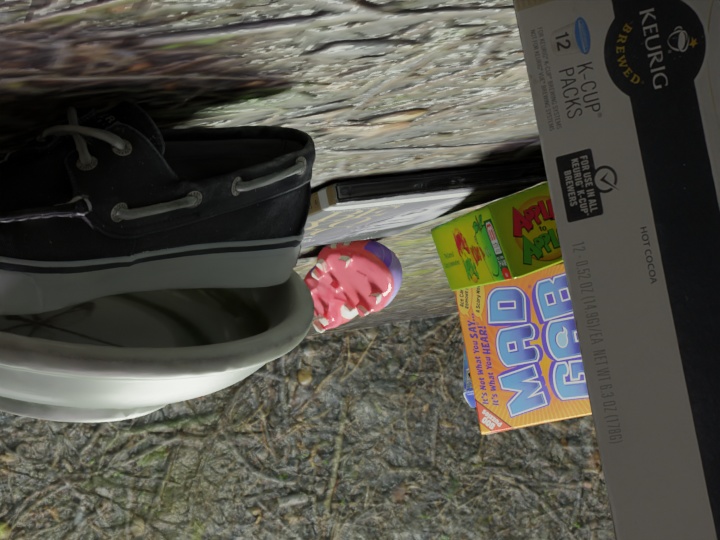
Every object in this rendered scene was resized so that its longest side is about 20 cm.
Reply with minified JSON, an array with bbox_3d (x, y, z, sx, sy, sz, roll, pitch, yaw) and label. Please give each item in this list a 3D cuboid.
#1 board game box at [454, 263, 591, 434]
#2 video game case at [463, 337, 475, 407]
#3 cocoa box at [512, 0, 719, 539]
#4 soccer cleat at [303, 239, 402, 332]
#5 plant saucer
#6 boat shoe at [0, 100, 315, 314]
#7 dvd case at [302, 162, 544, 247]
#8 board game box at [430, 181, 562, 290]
[{"bbox_3d":[0.255,0.099,2.174,0.199,0.201,0.200,-12,175,13],"label":"board game box"},{"bbox_3d":[0.247,0.096,2.355,0.199,0.182,0.046,-11,139,17],"label":"video game case"},{"bbox_3d":[0.150,-0.007,0.539,0.131,0.201,0.133,-13,174,28],"label":"cocoa box"},{"bbox_3d":[0.000,0.000,1.322,0.076,0.067,0.200,-41,-179,-20],"label":"soccer cleat"},{"bbox_3d":[-0.119,0.017,0.646,0.199,0.051,0.200,10,-163,-3],"label":"plant saucer"},{"bbox_3d":[-0.096,-0.030,0.599,0.199,0.068,0.072,-2,-152,-41],"label":"boat shoe"},{"bbox_3d":[0.004,-0.037,1.051,0.148,0.016,0.200,-7,174,-29],"label":"dvd case"},{"bbox_3d":[0.115,-0.029,1.036,0.101,0.048,0.200,-20,180,-8],"label":"board game box"}]
